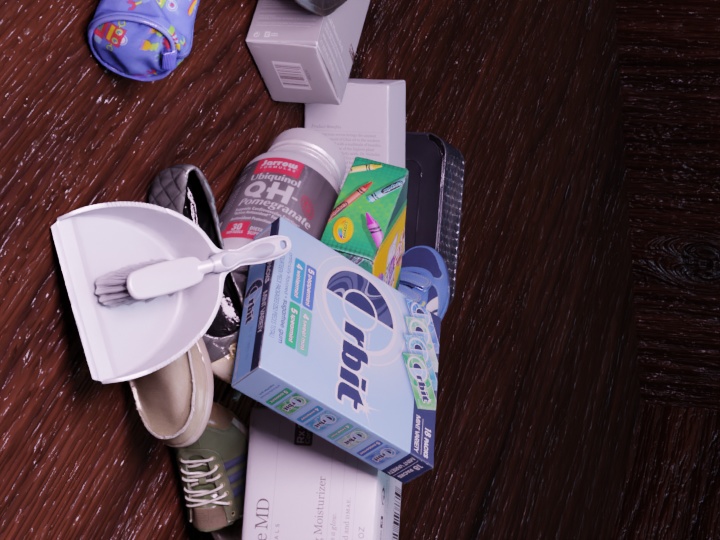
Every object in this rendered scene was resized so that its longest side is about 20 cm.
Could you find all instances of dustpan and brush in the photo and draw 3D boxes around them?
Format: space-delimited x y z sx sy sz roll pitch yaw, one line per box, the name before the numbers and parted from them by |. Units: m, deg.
dustpan and brush | -0.141 0.001 1.301 0.199 0.057 0.141 -17 93 -46

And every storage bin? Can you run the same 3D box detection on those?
storage bin | 0.041 -0.057 1.871 0.094 0.134 0.202 13 81 -71

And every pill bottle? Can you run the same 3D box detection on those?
pill bottle | -0.080 -0.046 1.557 0.201 0.110 0.111 -68 154 -43

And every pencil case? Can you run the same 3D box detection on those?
pencil case | -0.159 -0.253 1.326 0.078 0.086 0.201 105 0 -60

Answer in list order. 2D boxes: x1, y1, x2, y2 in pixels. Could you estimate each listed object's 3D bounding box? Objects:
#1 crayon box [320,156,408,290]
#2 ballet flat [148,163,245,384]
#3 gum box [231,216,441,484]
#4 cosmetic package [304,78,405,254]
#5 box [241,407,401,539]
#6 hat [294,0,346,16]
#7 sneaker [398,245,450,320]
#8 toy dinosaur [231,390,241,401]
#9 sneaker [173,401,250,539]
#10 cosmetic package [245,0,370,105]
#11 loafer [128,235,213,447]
crayon box | 0.000 0.000 1.577 0.201 0.058 0.119 93 15 -53
ballet flat | -0.137 0.005 1.392 0.066 0.057 0.201 -21 91 -32
gum box | -0.016 0.072 1.423 0.199 0.044 0.171 31 43 -27
cosmetic package | -0.006 -0.111 1.781 0.071 0.101 0.202 -29 121 -69
box | -0.034 0.243 1.537 0.200 0.130 0.201 57 36 -76
hat | -0.078 -0.340 1.541 0.200 0.080 0.202 12 76 -58
sneaker | 0.043 0.039 1.732 0.083 0.073 0.201 69 33 -43
toy dinosaur | -0.087 0.053 1.653 0.088 0.047 0.201 33 63 -45
sneaker | -0.135 0.200 1.501 0.201 0.067 0.090 69 25 -57
cosmetic package | -0.046 -0.283 1.654 0.107 0.090 0.201 62 39 -57
loafer | -0.177 0.053 1.353 0.068 0.075 0.202 -7 87 -60
